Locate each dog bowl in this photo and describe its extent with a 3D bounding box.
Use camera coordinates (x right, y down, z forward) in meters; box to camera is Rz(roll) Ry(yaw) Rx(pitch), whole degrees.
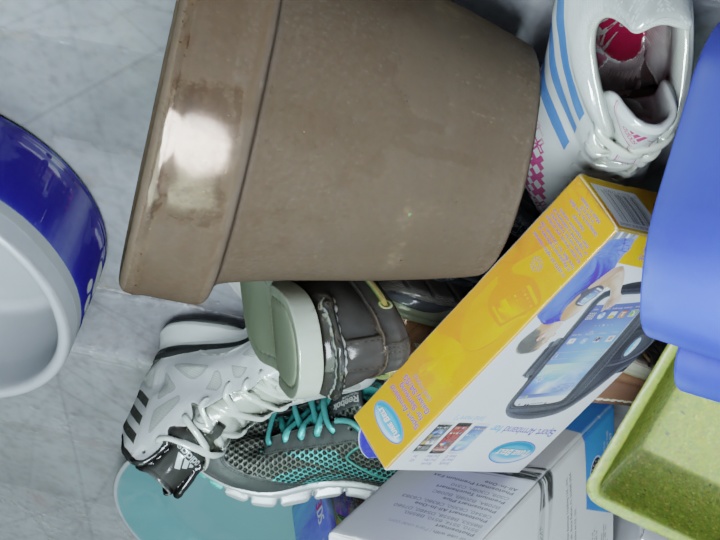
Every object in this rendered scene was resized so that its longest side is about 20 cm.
[{"bbox_3d":[-0.259,-0.013,1.101,0.198,0.079,0.201,11,140,9],"label":"dog bowl"}]

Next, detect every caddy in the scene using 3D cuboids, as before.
[{"bbox_3d":[0.204,-0.023,0.811,0.104,0.202,0.141,9,160,29],"label":"caddy"}]

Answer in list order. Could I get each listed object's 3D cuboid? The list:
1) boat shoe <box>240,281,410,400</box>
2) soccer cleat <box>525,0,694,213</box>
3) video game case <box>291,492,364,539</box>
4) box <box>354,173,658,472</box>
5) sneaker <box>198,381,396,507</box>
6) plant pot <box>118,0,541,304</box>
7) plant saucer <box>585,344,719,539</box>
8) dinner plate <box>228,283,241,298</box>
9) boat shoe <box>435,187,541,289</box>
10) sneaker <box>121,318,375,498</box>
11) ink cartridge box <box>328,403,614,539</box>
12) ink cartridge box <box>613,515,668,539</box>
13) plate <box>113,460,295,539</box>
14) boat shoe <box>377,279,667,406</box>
[{"bbox_3d":[-0.025,0.018,0.949,0.060,0.201,0.072,-6,108,-12],"label":"boat shoe"},{"bbox_3d":[0.117,-0.073,0.858,0.069,0.087,0.201,-11,141,-9],"label":"soccer cleat"},{"bbox_3d":[0.047,0.229,1.161,0.180,0.200,0.046,28,111,-19],"label":"video game case"},{"bbox_3d":[0.087,0.041,0.906,0.119,0.042,0.200,8,130,-49],"label":"box"},{"bbox_3d":[-0.015,0.102,1.151,0.198,0.078,0.092,4,136,2],"label":"sneaker"},{"bbox_3d":[-0.011,-0.071,0.849,0.173,0.202,0.201,12,142,-7],"label":"plant pot"},{"bbox_3d":[0.248,0.071,0.964,0.198,0.048,0.201,25,107,-9],"label":"plant saucer"},{"bbox_3d":[0.000,0.000,1.057,0.198,0.024,0.201,11,142,9],"label":"dinner plate"},{"bbox_3d":[0.046,-0.027,0.955,0.199,0.068,0.072,25,125,-12],"label":"boat shoe"},{"bbox_3d":[-0.071,0.088,1.088,0.200,0.116,0.076,-9,138,47],"label":"sneaker"},{"bbox_3d":[0.067,0.172,1.018,0.084,0.200,0.147,12,117,30],"label":"ink cartridge box"},{"bbox_3d":[0.227,0.208,1.162,0.199,0.085,0.146,27,140,-11],"label":"ink cartridge box"},{"bbox_3d":[-0.081,0.178,1.301,0.198,0.026,0.201,11,140,9],"label":"plate"},{"bbox_3d":[0.087,0.045,1.010,0.198,0.076,0.072,17,114,-9],"label":"boat shoe"}]
